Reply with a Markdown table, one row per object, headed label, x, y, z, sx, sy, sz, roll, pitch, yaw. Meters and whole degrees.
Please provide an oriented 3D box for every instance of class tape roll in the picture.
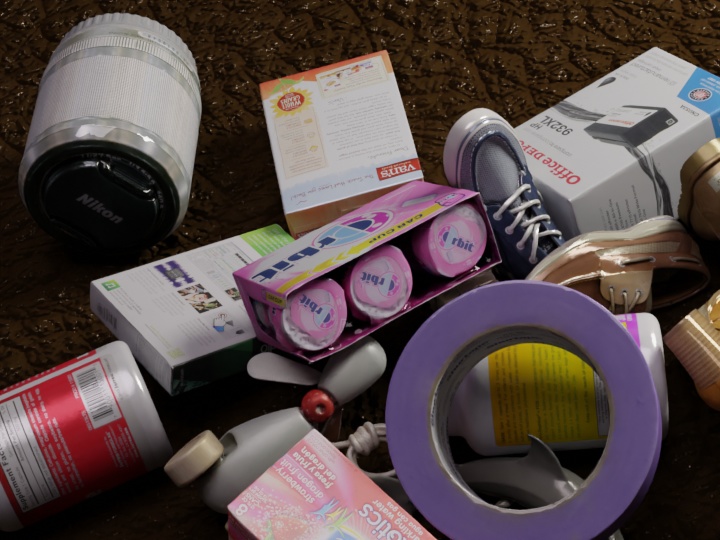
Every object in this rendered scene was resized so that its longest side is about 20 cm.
| label | x | y | z | sx | sy | sz | roll | pitch | yaw |
| --- | --- | --- | --- | --- | --- | --- | --- | --- | --- |
| tape roll | 0.122 | 0.113 | 1.351 | 0.198 | 0.085 | 0.202 | -2 | 80 | 11 |

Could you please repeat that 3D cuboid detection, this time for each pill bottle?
| label | x | y | z | sx | sy | sz | roll | pitch | yaw |
| --- | --- | --- | --- | --- | --- | --- | --- | --- | --- |
| pill bottle | 0.142 | 0.093 | 1.461 | 0.198 | 0.105 | 0.105 | -5 | 45 | 6 |
| pill bottle | -0.265 | 0.146 | 1.518 | 0.199 | 0.113 | 0.113 | -23 | 45 | -8 |

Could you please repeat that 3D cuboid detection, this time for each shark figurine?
| label | x | y | z | sx | sy | sz | roll | pitch | yaw |
| --- | --- | --- | --- | --- | --- | --- | --- | --- | --- |
| shark figurine | 0.115 | 0.161 | 1.422 | 0.213 | 0.090 | 0.129 | 10 | 48 | 21 |

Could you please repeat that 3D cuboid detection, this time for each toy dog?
| label | x | y | z | sx | sy | sz | roll | pitch | yaw |
| --- | --- | --- | --- | --- | --- | --- | --- | --- | --- |
| toy dog | -0.066 | 0.135 | 1.493 | 0.199 | 0.133 | 0.096 | -21 | 6 | -13 |

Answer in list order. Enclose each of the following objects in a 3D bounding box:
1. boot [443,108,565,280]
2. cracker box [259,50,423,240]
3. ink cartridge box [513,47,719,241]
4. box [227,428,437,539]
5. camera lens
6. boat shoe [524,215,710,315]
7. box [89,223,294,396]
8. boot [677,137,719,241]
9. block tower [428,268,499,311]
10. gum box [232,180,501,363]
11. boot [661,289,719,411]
| label | x | y | z | sx | sy | sz | roll | pitch | yaw |
| --- | --- | --- | --- | --- | --- | --- | --- | --- | --- |
| boot | 0.136 | -0.049 | 1.542 | 0.073 | 0.200 | 0.090 | -40 | 51 | -9 |
| cracker box | -0.017 | -0.116 | 1.750 | 0.133 | 0.058 | 0.201 | -14 | 43 | 1 |
| ink cartridge box | 0.234 | -0.102 | 1.634 | 0.199 | 0.084 | 0.145 | -30 | 35 | -15 |
| box | 0.002 | 0.228 | 1.335 | 0.200 | 0.103 | 0.095 | 41 | 64 | 20 |
| camera lens | -0.235 | -0.127 | 1.746 | 0.159 | 0.161 | 0.201 | -6 | 45 | 9 |
| boat shoe | 0.214 | 0.011 | 1.529 | 0.199 | 0.076 | 0.072 | -20 | 53 | -29 |
| box | -0.117 | 0.031 | 1.605 | 0.199 | 0.037 | 0.144 | -19 | 41 | -30 |
| boot | 0.341 | 0.002 | 1.513 | 0.066 | 0.175 | 0.201 | -37 | 68 | 7 |
| block tower | 0.088 | 0.016 | 1.595 | 0.057 | 0.054 | 0.200 | -22 | 45 | -8 |
| gum box | 0.000 | 0.000 | 1.505 | 0.199 | 0.067 | 0.113 | -28 | 18 | -19 |
| boot | 0.309 | 0.089 | 1.449 | 0.071 | 0.201 | 0.144 | -43 | 81 | 19 |
